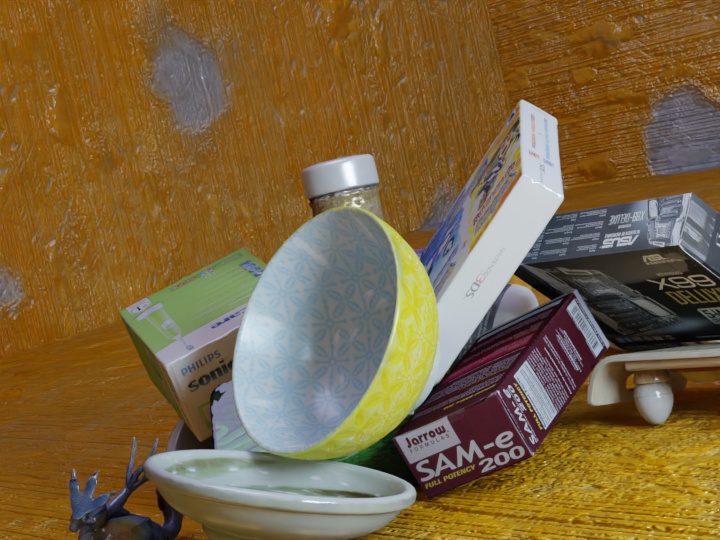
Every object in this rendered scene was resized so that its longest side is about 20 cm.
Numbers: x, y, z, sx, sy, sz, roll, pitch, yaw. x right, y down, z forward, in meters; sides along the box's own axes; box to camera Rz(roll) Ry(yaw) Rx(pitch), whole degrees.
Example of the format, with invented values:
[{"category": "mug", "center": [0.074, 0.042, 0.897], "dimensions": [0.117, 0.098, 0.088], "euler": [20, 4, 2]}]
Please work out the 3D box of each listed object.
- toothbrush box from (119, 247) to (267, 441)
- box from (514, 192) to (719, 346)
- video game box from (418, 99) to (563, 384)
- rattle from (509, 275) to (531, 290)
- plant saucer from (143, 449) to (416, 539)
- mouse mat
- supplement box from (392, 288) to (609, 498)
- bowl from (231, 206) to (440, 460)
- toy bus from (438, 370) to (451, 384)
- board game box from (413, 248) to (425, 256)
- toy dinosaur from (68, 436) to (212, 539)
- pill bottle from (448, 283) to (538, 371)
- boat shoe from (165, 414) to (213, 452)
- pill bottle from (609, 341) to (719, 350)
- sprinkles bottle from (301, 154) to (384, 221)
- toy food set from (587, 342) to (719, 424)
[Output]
[{"category": "toothbrush box", "center": [-0.131, 0.065, 1.452], "dimensions": [0.145, 0.087, 0.200], "euler": [-28, 20, -14]}, {"category": "box", "center": [0.243, 0.004, 1.262], "dimensions": [0.157, 0.050, 0.199], "euler": [33, -23, -31]}, {"category": "video game box", "center": [0.102, -0.027, 1.302], "dimensions": [0.046, 0.201, 0.183], "euler": [27, 24, -10]}, {"category": "rattle", "center": [0.107, 0.057, 1.572], "dimensions": [0.198, 0.145, 0.130], "euler": [-10, 17, -29]}, {"category": "plant saucer", "center": [-0.060, 0.170, 1.100], "dimensions": [0.198, 0.051, 0.200], "euler": [7, 0, 0]}, {"category": "mouse mat", "center": [-0.027, 0.134, 1.276], "dimensions": [0.198, 0.008, 0.162], "euler": [-15, 44, 3]}, {"category": "supplement box", "center": [0.117, 0.096, 1.227], "dimensions": [0.108, 0.061, 0.200], "euler": [-28, 7, 34]}, {"category": "bowl", "center": [0.000, 0.062, 1.205], "dimensions": [0.107, 0.202, 0.199], "euler": [24, -20, -36]}, {"category": "toy bus", "center": [0.023, 0.134, 1.361], "dimensions": [0.198, 0.066, 0.078], "euler": [-13, 3, 8]}, {"category": "board game box", "center": [0.053, 0.024, 1.641], "dimensions": [0.199, 0.032, 0.120], "euler": [-6, 44, 57]}, {"category": "toy dinosaur", "center": [-0.189, 0.197, 1.166], "dimensions": [0.198, 0.106, 0.182], "euler": [-26, -14, -5]}, {"category": "pill bottle", "center": [0.107, 0.062, 1.455], "dimensions": [0.198, 0.112, 0.111], "euler": [10, 14, 21]}, {"category": "boat shoe", "center": [-0.146, 0.146, 1.504], "dimensions": [0.086, 0.075, 0.202], "euler": [-29, 18, 40]}, {"category": "pill bottle", "center": [0.297, 0.025, 1.539], "dimensions": [0.110, 0.112, 0.199], "euler": [-18, 6, -38]}, {"category": "sprinkles bottle", "center": [0.000, 0.000, 1.367], "dimensions": [0.067, 0.202, 0.068], "euler": [-13, 1, 0]}, {"category": "toy food set", "center": [0.301, 0.089, 1.221], "dimensions": [0.143, 0.061, 0.199], "euler": [-3, -3, -44]}]
